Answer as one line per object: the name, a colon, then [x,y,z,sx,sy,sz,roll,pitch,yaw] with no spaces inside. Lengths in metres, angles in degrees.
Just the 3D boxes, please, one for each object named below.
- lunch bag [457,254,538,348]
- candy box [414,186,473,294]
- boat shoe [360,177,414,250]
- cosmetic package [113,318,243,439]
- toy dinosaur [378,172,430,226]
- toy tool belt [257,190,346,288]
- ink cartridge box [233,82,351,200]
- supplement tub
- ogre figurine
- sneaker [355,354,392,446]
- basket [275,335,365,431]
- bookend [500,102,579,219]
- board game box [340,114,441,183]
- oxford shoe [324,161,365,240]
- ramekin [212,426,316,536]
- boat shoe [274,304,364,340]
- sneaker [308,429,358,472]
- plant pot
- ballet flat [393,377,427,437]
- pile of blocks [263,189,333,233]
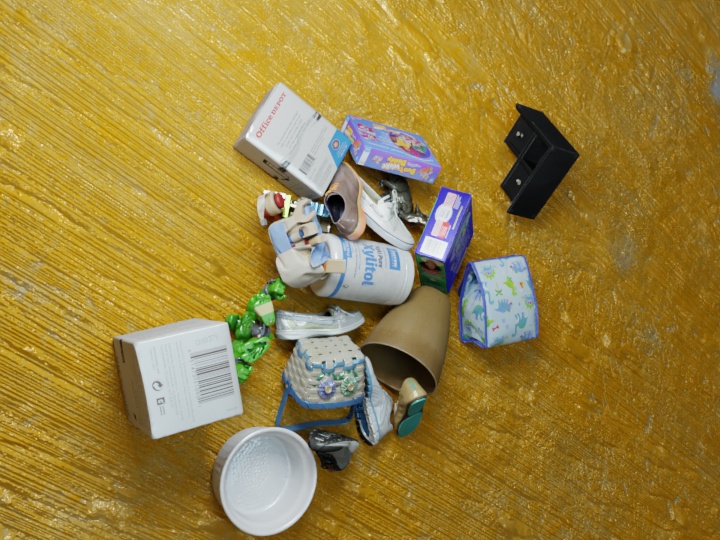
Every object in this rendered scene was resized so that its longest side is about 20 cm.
lunch bag: [0.326,0.069,1.660,0.168,0.127,0.203,-8,101,-29]
candy box: [0.190,-0.062,1.552,0.076,0.200,0.171,19,72,18]
boat shoe: [0.052,-0.135,1.498,0.202,0.086,0.075,42,23,8]
cosmetic package: [-0.329,0.184,1.238,0.163,0.199,0.167,-11,93,-30]
toy dinosaur: [0.084,-0.168,1.574,0.102,0.077,0.202,-22,82,-48]
toy tool belt: [-0.108,-0.073,1.345,0.122,0.125,0.202,-19,92,15]
ink cartridge box: [-0.139,-0.262,1.435,0.199,0.084,0.147,36,71,-22]
supplement tub: [0.000,0.000,1.475,0.198,0.132,0.134,8,84,-28]
ogre figurine: [-0.210,0.116,1.356,0.097,0.120,0.203,6,83,-25]
sneaker: [0.028,0.273,1.516,0.086,0.075,0.203,-20,108,-37]
basket: [-0.081,0.241,1.423,0.174,0.139,0.202,-3,123,-29]
bookend: [0.413,-0.273,1.731,0.091,0.200,0.201,10,39,-28]
board game box: [0.066,-0.267,1.527,0.198,0.135,0.045,10,126,-29]
oxford shoe: [-0.039,-0.160,1.440,0.073,0.071,0.202,30,35,-43]
ramekin: [-0.194,0.404,1.363,0.198,0.097,0.203,2,86,-30]
boat shoe: [-0.084,0.102,1.456,0.200,0.074,0.066,-6,95,-23]
sneaker: [-0.056,0.369,1.406,0.200,0.073,0.080,48,57,-65]
plant pot: [0.120,0.140,1.524,0.186,0.186,0.201,45,56,-20]
ballet flat: [0.105,0.296,1.516,0.068,0.201,0.063,-17,58,-21]
pile of blocks: [-0.119,-0.110,1.440,0.198,0.082,0.063,13,81,-29]
